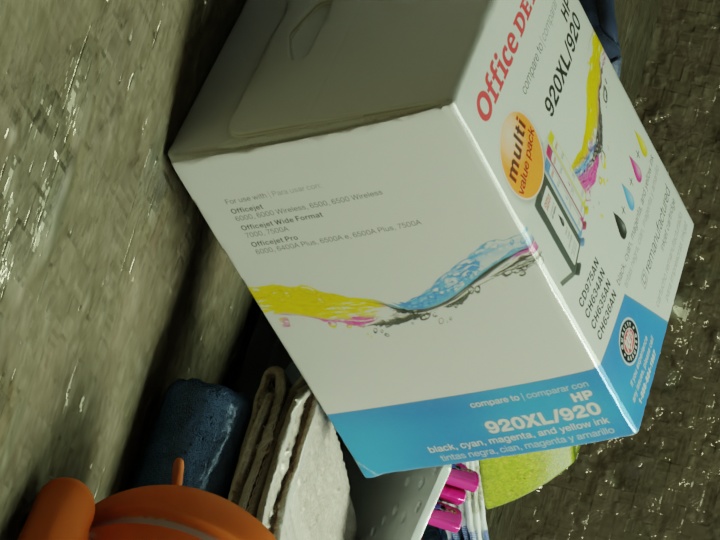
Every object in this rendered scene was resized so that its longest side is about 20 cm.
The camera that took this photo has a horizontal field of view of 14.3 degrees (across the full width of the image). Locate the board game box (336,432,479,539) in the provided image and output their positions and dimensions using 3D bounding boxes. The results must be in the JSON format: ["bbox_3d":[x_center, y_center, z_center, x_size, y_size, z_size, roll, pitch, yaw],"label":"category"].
[{"bbox_3d":[-0.011,0.168,1.499,0.200,0.026,0.200,-67,-163,3],"label":"board game box"}]

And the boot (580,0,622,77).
[{"bbox_3d":[0.097,-0.084,1.552,0.073,0.090,0.200,113,-18,-61],"label":"boot"}]

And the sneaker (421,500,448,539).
[{"bbox_3d":[0.040,0.167,1.703,0.079,0.096,0.200,-61,-169,-4],"label":"sneaker"}]

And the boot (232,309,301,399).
[{"bbox_3d":[-0.050,0.114,1.514,0.165,0.066,0.200,98,6,-49],"label":"boot"}]

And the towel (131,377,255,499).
[{"bbox_3d":[-0.092,0.151,1.329,0.112,0.049,0.200,61,44,-73],"label":"towel"}]

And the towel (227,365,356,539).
[{"bbox_3d":[-0.035,0.141,1.368,0.200,0.034,0.133,76,28,-63],"label":"towel"}]

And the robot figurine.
[{"bbox_3d":[-0.089,0.167,1.160,0.117,0.144,0.200,-61,-178,38],"label":"robot figurine"}]

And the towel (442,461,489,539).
[{"bbox_3d":[0.050,0.085,1.561,0.147,0.024,0.200,60,22,-85],"label":"towel"}]

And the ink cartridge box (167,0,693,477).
[{"bbox_3d":[0.037,-0.035,1.290,0.200,0.145,0.147,59,35,-33],"label":"ink cartridge box"}]

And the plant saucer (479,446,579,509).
[{"bbox_3d":[0.118,0.015,1.647,0.200,0.048,0.200,81,27,-57],"label":"plant saucer"}]
